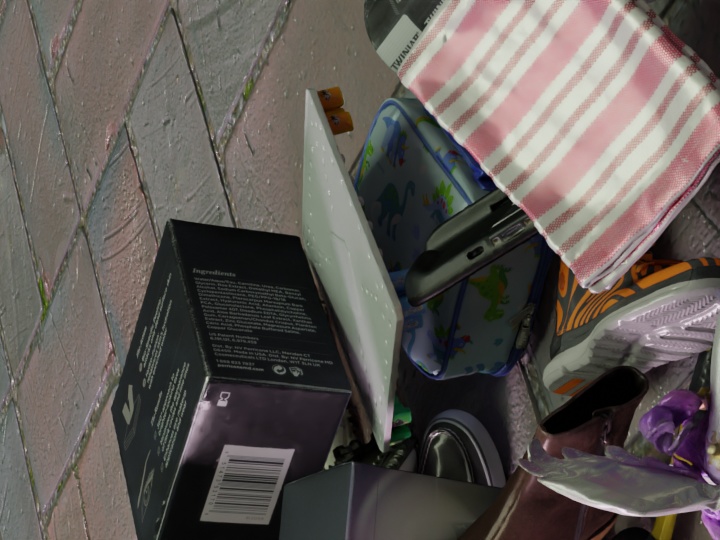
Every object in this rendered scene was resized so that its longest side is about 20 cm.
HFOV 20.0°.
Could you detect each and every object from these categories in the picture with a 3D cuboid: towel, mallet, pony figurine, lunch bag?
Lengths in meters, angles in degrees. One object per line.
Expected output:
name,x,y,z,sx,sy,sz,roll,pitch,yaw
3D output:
towel,0.118,-0.104,1.198,0.200,0.030,0.146,49,123,20
mallet,0.205,0.126,1.270,0.066,0.041,0.200,51,132,51
pony figurine,0.212,0.108,1.138,0.193,0.166,0.200,28,101,46
lunch bag,0.065,-0.028,1.491,0.200,0.082,0.161,-124,39,-49

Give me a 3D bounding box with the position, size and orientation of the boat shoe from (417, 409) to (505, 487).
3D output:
boat shoe,0.061,0.206,1.512,0.070,0.066,0.200,12,108,30

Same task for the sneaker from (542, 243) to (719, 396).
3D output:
sneaker,0.167,0.002,1.265,0.200,0.077,0.112,143,133,-60

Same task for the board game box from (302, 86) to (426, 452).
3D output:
board game box,0.000,0.000,1.469,0.200,0.026,0.200,94,158,-57

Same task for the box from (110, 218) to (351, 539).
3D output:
box,-0.105,0.100,1.570,0.200,0.117,0.197,-111,34,-50

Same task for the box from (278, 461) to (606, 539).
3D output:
box,0.050,0.247,1.368,0.123,0.198,0.200,150,128,-62

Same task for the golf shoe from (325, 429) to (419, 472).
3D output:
golf shoe,0.022,0.169,1.569,0.200,0.077,0.088,-20,-94,-86

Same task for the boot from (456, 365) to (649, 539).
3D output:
boot,0.090,0.152,1.248,0.072,0.200,0.167,39,138,29

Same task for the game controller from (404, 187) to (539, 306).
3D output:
game controller,0.113,-0.039,1.301,0.200,0.042,0.104,-33,14,30

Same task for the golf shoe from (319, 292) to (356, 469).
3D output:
golf shoe,-0.066,0.113,1.767,0.078,0.097,0.200,-51,49,52

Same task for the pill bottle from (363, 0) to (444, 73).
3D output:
pill bottle,0.085,-0.215,1.402,0.200,0.106,0.106,131,131,-56

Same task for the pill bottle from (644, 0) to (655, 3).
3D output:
pill bottle,0.175,-0.264,1.202,0.200,0.112,0.112,113,144,-43
